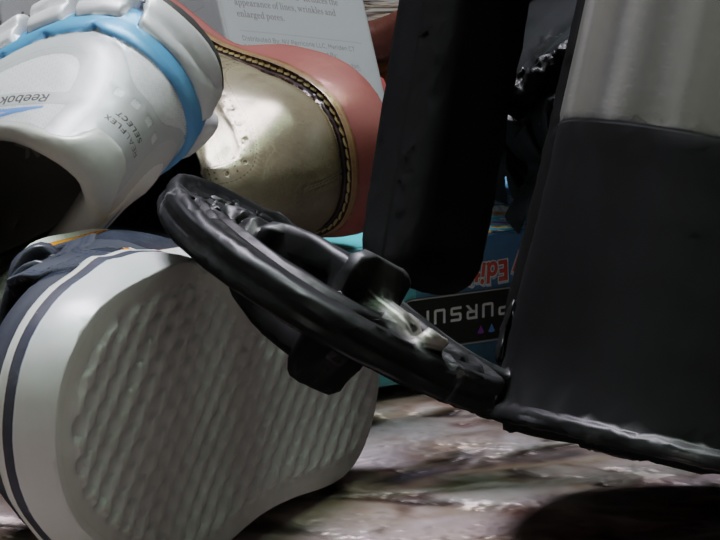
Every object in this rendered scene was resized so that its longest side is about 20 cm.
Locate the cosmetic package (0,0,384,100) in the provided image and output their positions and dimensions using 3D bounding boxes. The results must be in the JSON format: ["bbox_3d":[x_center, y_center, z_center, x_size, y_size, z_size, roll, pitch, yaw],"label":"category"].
[{"bbox_3d":[-0.072,-0.131,1.012,0.113,0.201,0.081,-24,-15,39],"label":"cosmetic package"}]

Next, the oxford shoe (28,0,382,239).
[{"bbox_3d":[-0.079,-0.047,0.890,0.075,0.071,0.200,-15,16,-38],"label":"oxford shoe"}]

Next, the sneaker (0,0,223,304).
[{"bbox_3d":[-0.132,-0.009,0.805,0.200,0.075,0.087,-31,19,31],"label":"sneaker"}]

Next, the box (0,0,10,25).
[{"bbox_3d":[-0.177,-0.071,1.077,0.158,0.049,0.199,-16,-19,41],"label":"box"}]

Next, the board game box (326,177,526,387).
[{"bbox_3d":[0.000,0.000,0.955,0.199,0.047,0.151,-7,12,-35],"label":"board game box"}]

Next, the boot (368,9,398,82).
[{"bbox_3d":[0.001,-0.108,1.223,0.199,0.189,0.069,4,52,10],"label":"boot"}]

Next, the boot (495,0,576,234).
[{"bbox_3d":[0.103,-0.087,0.922,0.198,0.074,0.162,-36,11,-13],"label":"boot"}]

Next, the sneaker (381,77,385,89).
[{"bbox_3d":[-0.054,-0.094,1.143,0.078,0.201,0.082,-38,-27,26],"label":"sneaker"}]

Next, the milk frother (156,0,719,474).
[{"bbox_3d":[0.064,-0.050,0.689,0.180,0.189,0.200,12,-2,19],"label":"milk frother"}]

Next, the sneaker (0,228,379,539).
[{"bbox_3d":[-0.062,0.030,0.707,0.079,0.079,0.200,8,1,18],"label":"sneaker"}]
